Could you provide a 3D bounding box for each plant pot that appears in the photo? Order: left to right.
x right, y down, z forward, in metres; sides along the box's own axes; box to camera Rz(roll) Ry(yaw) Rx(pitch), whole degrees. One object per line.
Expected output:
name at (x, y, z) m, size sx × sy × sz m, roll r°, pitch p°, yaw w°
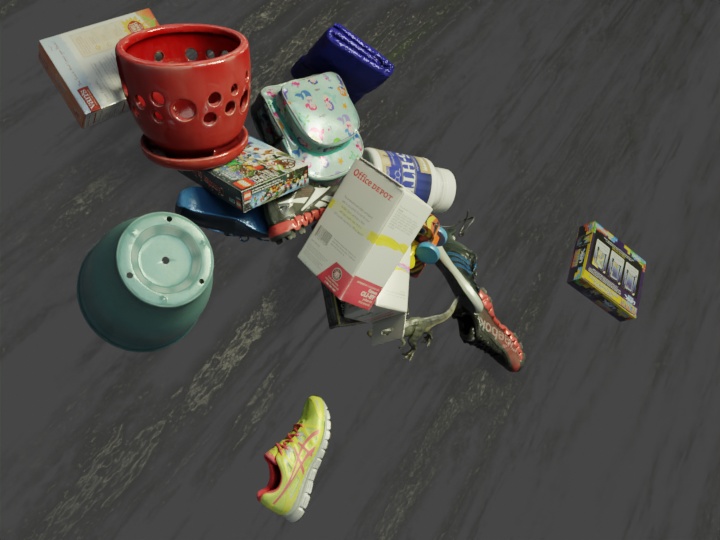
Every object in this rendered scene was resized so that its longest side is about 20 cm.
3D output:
plant pot at (-0.306, 0.008, 0.912) m, size 0.197 × 0.187 × 0.204 m, roll 8°, pitch 73°, yaw -27°
plant pot at (-0.267, -0.269, 0.971) m, size 0.199 × 0.199 × 0.185 m, roll -27°, pitch 133°, yaw -32°

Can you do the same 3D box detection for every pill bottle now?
pill bottle at (0.086, -0.171, 1.230) m, size 0.197 × 0.119 × 0.122 m, roll 3°, pitch 74°, yaw -29°

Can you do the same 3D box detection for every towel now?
towel at (-0.036, -0.387, 1.173) m, size 0.146 × 0.199 × 0.050 m, roll 24°, pitch 77°, yaw -23°

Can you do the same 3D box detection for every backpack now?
backpack at (-0.088, -0.256, 1.143) m, size 0.176 × 0.150 × 0.203 m, roll -25°, pitch 94°, yaw -34°

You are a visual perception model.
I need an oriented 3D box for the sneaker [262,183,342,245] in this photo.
sneaker at (-0.094, -0.125, 1.079) m, size 0.199 × 0.070 × 0.099 m, roll -32°, pitch 100°, yaw -41°

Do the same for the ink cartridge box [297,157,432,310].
ink cartridge box at (0.005, -0.062, 1.016) m, size 0.083 × 0.145 × 0.202 m, roll 23°, pitch 103°, yaw -45°

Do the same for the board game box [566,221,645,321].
board game box at (0.610, 0.004, 1.521) m, size 0.198 × 0.056 × 0.167 m, roll 33°, pitch 64°, yaw -19°

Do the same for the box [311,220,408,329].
box at (0.000, 0.000, 1.174) m, size 0.157 × 0.049 × 0.204 m, roll -4°, pitch 78°, yaw -33°

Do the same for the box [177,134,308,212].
box at (-0.200, -0.172, 1.030) m, size 0.136 × 0.199 × 0.038 m, roll -29°, pitch 135°, yaw -36°

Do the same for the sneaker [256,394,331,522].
sneaker at (-0.110, 0.298, 1.009) m, size 0.089 × 0.078 × 0.203 m, roll 25°, pitch 66°, yaw -19°

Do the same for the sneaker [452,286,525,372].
sneaker at (0.257, 0.135, 1.262) m, size 0.098 × 0.071 × 0.202 m, roll -37°, pitch 94°, yaw -32°

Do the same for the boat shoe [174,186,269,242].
boat shoe at (-0.221, -0.099, 1.065) m, size 0.197 × 0.068 × 0.086 m, roll 18°, pitch 59°, yaw -25°

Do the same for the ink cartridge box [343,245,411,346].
ink cartridge box at (0.029, 0.022, 1.086) m, size 0.066 × 0.117 × 0.204 m, roll 15°, pitch 69°, yaw -27°

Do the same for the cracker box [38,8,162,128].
cracker box at (-0.408, -0.340, 1.028) m, size 0.199 × 0.057 × 0.135 m, roll -34°, pitch 94°, yaw -33°

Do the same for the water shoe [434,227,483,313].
water shoe at (0.204, -0.009, 1.232) m, size 0.078 × 0.072 × 0.202 m, roll -25°, pitch 59°, yaw -8°

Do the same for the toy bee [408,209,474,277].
toy bee at (0.119, -0.075, 1.182) m, size 0.108 × 0.201 × 0.131 m, roll 34°, pitch 30°, yaw -5°

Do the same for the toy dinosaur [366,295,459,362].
toy dinosaur at (0.110, 0.119, 1.186) m, size 0.197 × 0.048 × 0.089 m, roll -18°, pitch 126°, yaw -19°
